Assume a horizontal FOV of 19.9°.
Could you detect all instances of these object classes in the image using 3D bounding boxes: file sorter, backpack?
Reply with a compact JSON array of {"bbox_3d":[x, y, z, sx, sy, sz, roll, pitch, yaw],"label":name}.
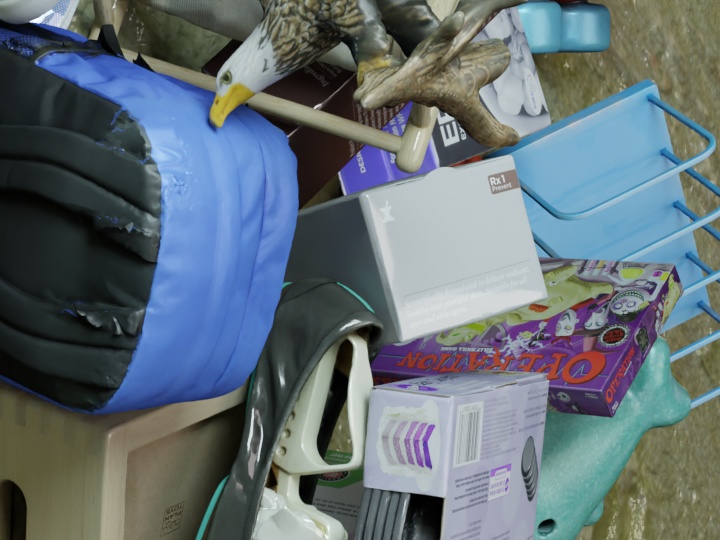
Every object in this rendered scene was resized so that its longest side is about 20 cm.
[{"bbox_3d":[0.197,-0.004,1.477,0.138,0.123,0.201,-25,121,-10],"label":"file sorter"},{"bbox_3d":[-0.117,-0.030,0.961,0.167,0.199,0.164,-6,111,-44],"label":"backpack"}]

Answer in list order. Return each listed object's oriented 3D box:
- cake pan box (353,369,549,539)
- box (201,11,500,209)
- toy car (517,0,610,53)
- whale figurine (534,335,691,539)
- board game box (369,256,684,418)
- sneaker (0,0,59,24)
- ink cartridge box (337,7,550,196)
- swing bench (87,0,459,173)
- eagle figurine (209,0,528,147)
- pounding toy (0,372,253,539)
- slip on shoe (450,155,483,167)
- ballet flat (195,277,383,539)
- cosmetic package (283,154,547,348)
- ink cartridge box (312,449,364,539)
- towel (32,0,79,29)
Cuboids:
[{"bbox_3d":[0.048,0.149,1.090,0.200,0.052,0.186,-4,98,-70],"label":"cake pan box"},{"bbox_3d":[0.004,-0.140,1.187,0.200,0.075,0.100,-46,164,-15],"label":"box"},{"bbox_3d":[0.190,-0.243,1.411,0.176,0.198,0.186,-11,103,-60],"label":"toy car"},{"bbox_3d":[0.140,0.127,1.403,0.199,0.104,0.160,-28,126,-2],"label":"whale figurine"},{"bbox_3d":[0.095,0.038,1.313,0.120,0.199,0.032,-58,135,-34],"label":"board game box"},{"bbox_3d":[-0.191,-0.207,0.939,0.082,0.074,0.201,19,45,-60],"label":"sneaker"},{"bbox_3d":[0.032,-0.164,1.302,0.199,0.043,0.200,-24,99,-51],"label":"ink cartridge box"},{"bbox_3d":[-0.029,-0.190,1.086,0.130,0.197,0.201,93,17,-66],"label":"swing bench"},{"bbox_3d":[-0.032,-0.132,0.887,0.150,0.200,0.152,-35,150,-20],"label":"eagle figurine"},{"bbox_3d":[-0.126,0.092,1.083,0.184,0.141,0.202,-20,121,-52],"label":"pounding toy"},{"bbox_3d":[0.017,-0.035,1.321,0.199,0.074,0.061,-28,81,-43],"label":"slip on shoe"},{"bbox_3d":[-0.036,0.103,1.028,0.068,0.068,0.202,11,94,-60],"label":"ballet flat"},{"bbox_3d":[0.000,0.000,1.132,0.106,0.199,0.091,-15,93,-31],"label":"cosmetic package"},{"bbox_3d":[-0.016,0.196,1.217,0.200,0.144,0.085,-37,125,-47],"label":"ink cartridge box"},{"bbox_3d":[-0.215,-0.149,1.000,0.200,0.024,0.148,48,55,-46],"label":"towel"}]
